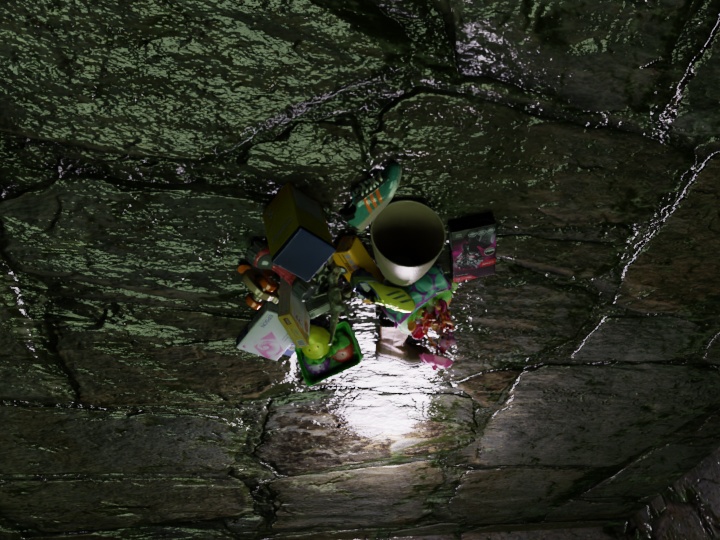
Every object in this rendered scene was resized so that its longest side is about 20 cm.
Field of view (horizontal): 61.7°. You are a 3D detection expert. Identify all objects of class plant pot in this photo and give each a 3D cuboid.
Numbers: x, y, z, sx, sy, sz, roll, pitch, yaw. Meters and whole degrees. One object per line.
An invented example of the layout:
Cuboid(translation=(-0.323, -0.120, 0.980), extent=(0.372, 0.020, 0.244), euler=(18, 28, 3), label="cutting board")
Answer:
Cuboid(translation=(0.111, -0.043, 1.545), extent=(0.183, 0.191, 0.201), euler=(-5, 152, -5), label="plant pot")

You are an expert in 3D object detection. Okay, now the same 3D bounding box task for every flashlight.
Cuboid(translation=(-0.199, 0.005, 1.514), extent=(0.068, 0.199, 0.068), euler=(-57, 157, 15), label="flashlight")

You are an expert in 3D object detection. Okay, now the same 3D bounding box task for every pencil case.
Cuboid(translation=(0.153, 0.066, 1.647), extent=(0.199, 0.093, 0.085), euler=(-36, 146, 5), label="pencil case")

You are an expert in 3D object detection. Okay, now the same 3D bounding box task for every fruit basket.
Cuboid(translation=(-0.108, 0.239, 1.796), extent=(0.212, 0.158, 0.216), euler=(-20, 165, -6), label="fruit basket")

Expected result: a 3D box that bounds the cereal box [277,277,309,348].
Cuboid(translation=(-0.172, 0.080, 1.588), extent=(0.039, 0.203, 0.145), euler=(-13, 137, 11), label="cereal box")

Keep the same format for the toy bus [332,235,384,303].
Cuboid(translation=(0.000, 0.000, 1.606), extent=(0.077, 0.066, 0.201), euler=(-5, 134, 36), label="toy bus")

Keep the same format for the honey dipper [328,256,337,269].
Cuboid(translation=(-0.128, -0.061, 1.569), extent=(0.038, 0.038, 0.199), euler=(-36, 129, 26), label="honey dipper")

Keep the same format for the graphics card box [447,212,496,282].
Cuboid(translation=(0.304, -0.060, 1.638), extent=(0.123, 0.051, 0.202), euler=(-10, 136, 1), label="graphics card box")

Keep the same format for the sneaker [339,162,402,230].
Cuboid(translation=(0.022, -0.184, 1.442), extent=(0.079, 0.072, 0.201), euler=(23, 123, -25), label="sneaker")

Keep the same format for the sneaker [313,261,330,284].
Cuboid(translation=(-0.132, -0.011, 1.582), extent=(0.077, 0.089, 0.201), euler=(-39, 162, -22), label="sneaker")

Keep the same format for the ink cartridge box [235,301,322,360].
Cuboid(translation=(-0.244, 0.194, 1.812), extent=(0.197, 0.044, 0.197), euler=(23, 128, -28), label="ink cartridge box")

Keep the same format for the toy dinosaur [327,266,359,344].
Cuboid(translation=(-0.050, 0.092, 1.593), extent=(0.087, 0.205, 0.047), euler=(1, 178, -30), label="toy dinosaur")

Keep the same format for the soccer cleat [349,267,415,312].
Cuboid(translation=(0.056, 0.068, 1.550), extent=(0.198, 0.084, 0.065), euler=(30, 126, -19), label="soccer cleat")

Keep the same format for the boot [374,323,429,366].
Cuboid(translation=(0.141, 0.213, 1.882), extent=(0.184, 0.069, 0.202), euler=(9, 139, 0), label="boot")

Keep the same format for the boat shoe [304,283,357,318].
Cuboid(translation=(-0.074, 0.066, 1.649), extent=(0.070, 0.065, 0.199), euler=(-26, 180, 42), label="boat shoe")

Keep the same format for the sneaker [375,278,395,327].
Cuboid(translation=(0.079, 0.089, 1.725), extent=(0.072, 0.088, 0.202), euler=(-2, 136, -7), label="sneaker")

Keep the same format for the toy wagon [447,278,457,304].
Cuboid(translation=(0.209, 0.077, 1.754), extent=(0.198, 0.040, 0.155), euler=(-32, 141, 14), label="toy wagon")

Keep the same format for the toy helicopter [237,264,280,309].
Cuboid(translation=(-0.246, 0.038, 1.609), extent=(0.079, 0.133, 0.199), euler=(-48, 152, 13), label="toy helicopter")

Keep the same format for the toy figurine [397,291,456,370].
Cuboid(translation=(0.216, 0.182, 1.696), extent=(0.148, 0.186, 0.200), euler=(17, 126, -38), label="toy figurine")

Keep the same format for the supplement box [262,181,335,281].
Cuboid(translation=(-0.147, -0.092, 1.402), extent=(0.108, 0.202, 0.110), euler=(30, 115, -34), label="supplement box")
